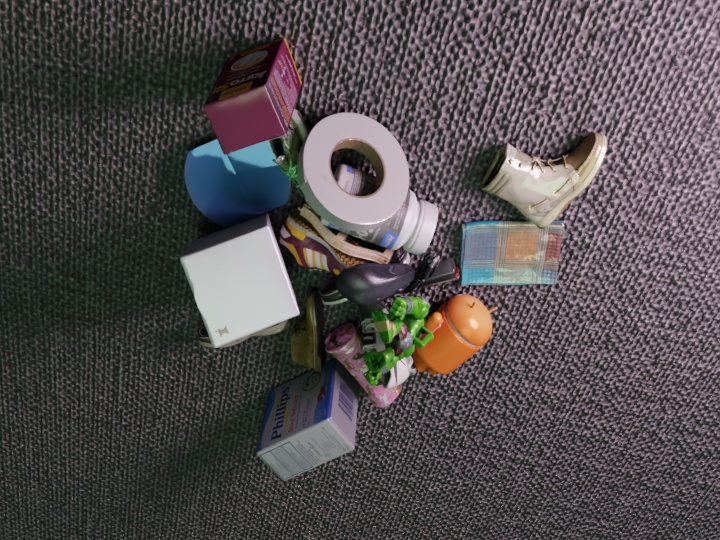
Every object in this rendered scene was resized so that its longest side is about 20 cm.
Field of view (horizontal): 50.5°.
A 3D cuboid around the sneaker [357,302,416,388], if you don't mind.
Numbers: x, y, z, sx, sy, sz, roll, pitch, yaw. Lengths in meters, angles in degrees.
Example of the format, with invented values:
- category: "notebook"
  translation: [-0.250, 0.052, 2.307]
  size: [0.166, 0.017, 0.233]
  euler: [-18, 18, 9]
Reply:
- category: "sneaker"
  translation: [0.034, 0.143, 1.537]
  size: [0.203, 0.088, 0.074]
  euler: [61, 149, -2]

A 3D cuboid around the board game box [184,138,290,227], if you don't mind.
- category: "board game box"
  translation: [-0.223, -0.176, 1.399]
  size: [0.195, 0.039, 0.161]
  euler: [-20, 115, 14]

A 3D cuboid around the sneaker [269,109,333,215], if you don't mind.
- category: "sneaker"
  translation: [-0.115, -0.179, 1.309]
  size: [0.076, 0.088, 0.203]
  euler: [-32, 84, 43]

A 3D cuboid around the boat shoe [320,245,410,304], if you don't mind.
- category: "boat shoe"
  translation: [0.000, 0.000, 1.486]
  size: [0.196, 0.075, 0.061]
  euler: [-26, 121, 17]

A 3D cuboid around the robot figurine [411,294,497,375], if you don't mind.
- category: "robot figurine"
  translation: [0.187, 0.128, 1.540]
  size: [0.143, 0.117, 0.200]
  euler: [42, 120, -7]

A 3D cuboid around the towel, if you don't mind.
- category: "towel"
  translation: [0.289, -0.032, 1.477]
  size: [0.194, 0.022, 0.150]
  euler: [0, 126, 4]

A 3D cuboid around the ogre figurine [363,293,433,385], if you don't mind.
- category: "ogre figurine"
  translation: [0.074, 0.123, 1.452]
  size: [0.097, 0.118, 0.206]
  euler: [20, 118, 40]

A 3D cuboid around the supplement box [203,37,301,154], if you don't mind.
- category: "supplement box"
  translation: [-0.167, -0.282, 1.217]
  size: [0.107, 0.202, 0.087]
  euler: [-14, 124, 14]

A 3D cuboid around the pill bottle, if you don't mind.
- category: "pill bottle"
  translation: [0.035, -0.106, 1.384]
  size: [0.195, 0.115, 0.115]
  euler: [20, 125, -10]

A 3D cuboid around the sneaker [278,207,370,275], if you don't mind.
- category: "sneaker"
  translation: [-0.067, -0.030, 1.452]
  size: [0.199, 0.075, 0.091]
  euler: [39, 130, 8]

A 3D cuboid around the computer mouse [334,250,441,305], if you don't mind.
- category: "computer mouse"
  translation: [0.048, 0.024, 1.382]
  size: [0.195, 0.054, 0.139]
  euler: [-5, 152, -26]

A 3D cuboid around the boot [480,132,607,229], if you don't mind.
- category: "boot"
  translation: [0.320, -0.185, 1.339]
  size: [0.152, 0.073, 0.201]
  euler: [29, 123, -13]

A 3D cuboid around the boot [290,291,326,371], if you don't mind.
- category: "boot"
  translation: [-0.113, 0.127, 1.589]
  size: [0.073, 0.074, 0.204]
  euler: [9, 128, 9]

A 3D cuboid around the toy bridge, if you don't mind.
- category: "toy bridge"
  translation: [-0.033, -0.065, 1.413]
  size: [0.197, 0.067, 0.028]
  euler: [31, 126, 3]

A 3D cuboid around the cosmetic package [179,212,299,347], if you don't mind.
- category: "cosmetic package"
  translation: [-0.215, 0.011, 1.380]
  size: [0.162, 0.200, 0.171]
  euler: [-20, 103, -4]

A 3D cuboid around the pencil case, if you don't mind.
- category: "pencil case"
  translation: [0.007, 0.202, 1.623]
  size: [0.086, 0.083, 0.201]
  euler: [-35, 118, 4]

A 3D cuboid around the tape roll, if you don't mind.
- category: "tape roll"
  translation: [-0.012, -0.168, 1.297]
  size: [0.199, 0.207, 0.037]
  euler: [25, 156, -15]

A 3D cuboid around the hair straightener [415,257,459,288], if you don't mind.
- category: "hair straightener"
  translation: [0.093, 0.009, 1.498]
  size: [0.195, 0.042, 0.077]
  euler: [-10, 156, 17]

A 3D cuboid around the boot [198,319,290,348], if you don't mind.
- category: "boot"
  translation: [-0.254, 0.072, 1.551]
  size: [0.194, 0.074, 0.153]
  euler: [-11, 125, 6]

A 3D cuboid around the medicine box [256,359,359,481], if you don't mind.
- category: "medicine box"
  translation: [-0.111, 0.322, 1.652]
  size: [0.197, 0.184, 0.104]
  euler: [-28, 120, 21]
